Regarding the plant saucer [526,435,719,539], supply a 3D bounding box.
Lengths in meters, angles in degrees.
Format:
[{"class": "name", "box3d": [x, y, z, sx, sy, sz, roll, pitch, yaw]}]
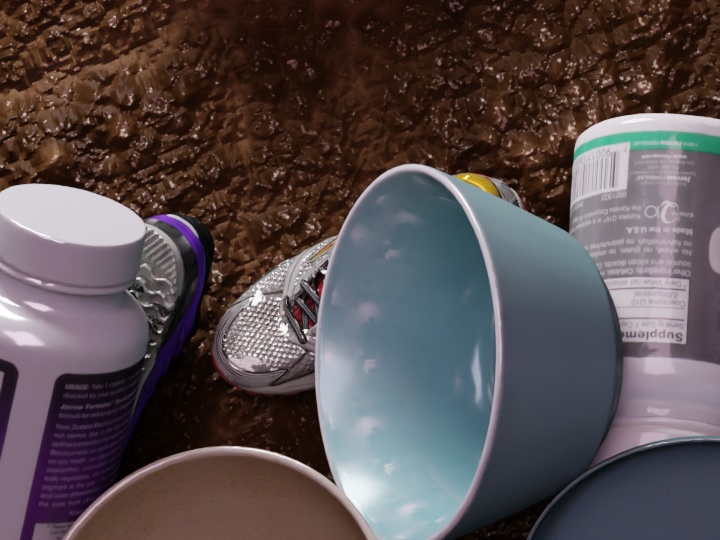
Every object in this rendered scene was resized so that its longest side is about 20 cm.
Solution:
[{"class": "plant saucer", "box3d": [0.182, 0.165, 1.469, 0.199, 0.201, 0.027, -6, 31, 10]}]

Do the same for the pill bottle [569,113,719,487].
[{"class": "pill bottle", "box3d": [0.167, 0.024, 1.522, 0.112, 0.113, 0.201, 2, 76, 12]}]

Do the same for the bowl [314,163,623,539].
[{"class": "bowl", "box3d": [0.066, 0.047, 1.468, 0.104, 0.201, 0.202, 1, 72, -27]}]

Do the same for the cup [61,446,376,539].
[{"class": "cup", "box3d": [-0.061, 0.212, 1.495, 0.199, 0.143, 0.201, -6, 66, 15]}]

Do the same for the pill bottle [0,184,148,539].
[{"class": "pill bottle", "box3d": [-0.176, 0.061, 1.497, 0.111, 0.111, 0.201, 21, 111, 16]}]

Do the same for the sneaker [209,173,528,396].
[{"class": "sneaker", "box3d": [0.000, 0.000, 1.578, 0.199, 0.082, 0.078, -32, 72, 2]}]

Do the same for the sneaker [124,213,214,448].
[{"class": "sneaker", "box3d": [-0.136, 0.051, 1.598, 0.069, 0.099, 0.201, 35, 115, 9]}]
